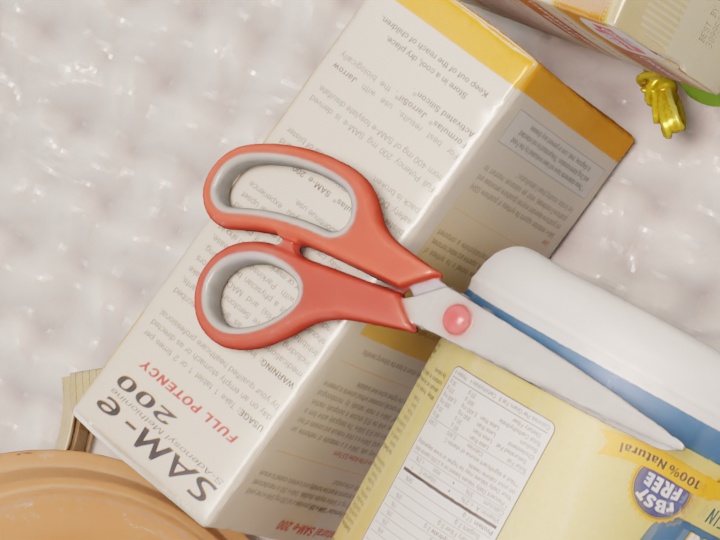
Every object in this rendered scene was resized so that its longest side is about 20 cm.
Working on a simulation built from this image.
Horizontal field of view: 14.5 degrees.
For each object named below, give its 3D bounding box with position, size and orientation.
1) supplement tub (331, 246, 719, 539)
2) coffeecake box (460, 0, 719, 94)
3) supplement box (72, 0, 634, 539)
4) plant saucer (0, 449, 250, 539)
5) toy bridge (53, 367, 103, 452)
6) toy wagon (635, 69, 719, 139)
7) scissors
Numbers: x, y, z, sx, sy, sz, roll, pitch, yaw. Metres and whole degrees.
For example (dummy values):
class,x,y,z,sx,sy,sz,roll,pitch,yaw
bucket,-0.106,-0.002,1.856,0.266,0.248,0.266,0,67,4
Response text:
class,x,y,z,sx,sy,sz,roll,pitch,yaw
supplement tub,0.063,0.109,0.982,0.144,0.145,0.201,29,92,23
coffeecake box,0.072,-0.171,1.033,0.200,0.073,0.154,26,90,43
supplement box,0.000,0.000,1.035,0.073,0.126,0.200,38,94,23
plant saucer,-0.105,0.159,1.028,0.199,0.032,0.201,10,63,-20
toy bridge,-0.105,0.140,1.104,0.067,0.027,0.201,-8,78,21
toy wagon,0.183,-0.105,0.999,0.199,0.040,0.156,-23,51,22
scissors,0.025,0.006,0.937,0.199,0.014,0.073,13,83,31
